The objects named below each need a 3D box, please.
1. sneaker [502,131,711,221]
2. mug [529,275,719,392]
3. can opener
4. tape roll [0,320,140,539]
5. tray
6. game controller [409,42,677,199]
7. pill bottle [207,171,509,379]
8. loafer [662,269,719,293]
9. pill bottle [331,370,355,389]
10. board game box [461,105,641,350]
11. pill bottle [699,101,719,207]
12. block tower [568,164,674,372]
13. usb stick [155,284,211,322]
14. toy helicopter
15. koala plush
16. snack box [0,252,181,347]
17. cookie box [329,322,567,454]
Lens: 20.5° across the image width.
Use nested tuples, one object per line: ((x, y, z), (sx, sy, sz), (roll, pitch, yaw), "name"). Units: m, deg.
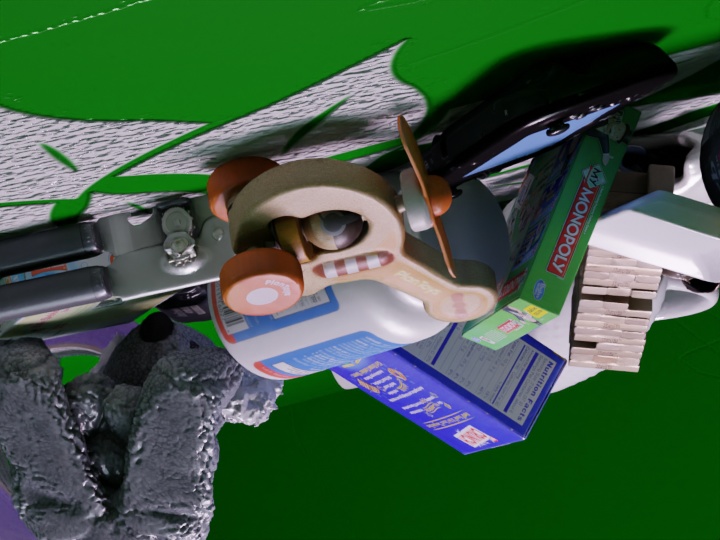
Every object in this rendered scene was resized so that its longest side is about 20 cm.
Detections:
((0.177, -0.062, 1.398), (0.199, 0.075, 0.087), (-20, 154, 33), "sneaker")
((0.189, 0.013, 1.592), (0.199, 0.149, 0.175), (6, 164, -17), "mug")
((-0.168, -0.001, 1.209), (0.199, 0.053, 0.066), (-12, 175, -3), "can opener")
((-0.226, 0.130, 1.585), (0.199, 0.201, 0.085), (-13, 175, -3), "tape roll")
((0.192, -0.022, 1.201), (0.107, 0.022, 0.200), (16, 176, -4), "tray")
((0.098, -0.080, 1.107), (0.104, 0.042, 0.200), (-11, 174, -18), "game controller")
((0.000, 0.000, 1.298), (0.112, 0.113, 0.199), (-7, 172, -44), "pill bottle")
((0.256, -0.021, 1.508), (0.073, 0.071, 0.200), (24, -173, 26), "loafer")
((0.068, 0.039, 1.778), (0.199, 0.116, 0.116), (-14, 174, 15), "pill bottle")
((0.117, -0.025, 1.261), (0.029, 0.135, 0.200), (23, 170, -3), "board game box")
((0.264, -0.072, 1.176), (0.116, 0.117, 0.200), (-13, 173, 1), "pill bottle")
((0.179, 0.000, 1.384), (0.057, 0.054, 0.200), (4, 150, 1), "block tower")
((-0.137, 0.017, 1.548), (0.055, 0.033, 0.200), (-6, 174, 1), "usb stick")
((0.016, -0.018, 1.132), (0.132, 0.079, 0.200), (-31, 143, 30), "toy helicopter")
((-0.154, 0.105, 1.431), (0.176, 0.185, 0.200), (2, -156, 12), "koala plush")
((-0.197, 0.017, 1.384), (0.116, 0.037, 0.200), (-11, 174, -22), "snack box")
((0.037, 0.054, 1.515), (0.199, 0.075, 0.171), (33, 165, -6), "cookie box")
